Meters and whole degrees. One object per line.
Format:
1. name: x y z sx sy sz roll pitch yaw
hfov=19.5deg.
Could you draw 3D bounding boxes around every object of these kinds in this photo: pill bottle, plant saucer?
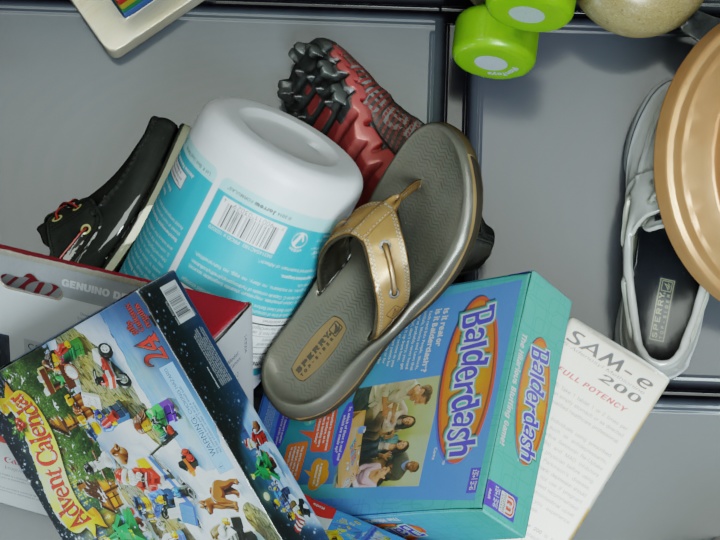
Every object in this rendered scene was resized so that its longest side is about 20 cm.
1. pill bottle: -0.088 0.002 1.290 0.111 0.111 0.200 31 108 5
2. plant saucer: 0.276 -0.068 1.314 0.200 0.037 0.200 -1 92 -26

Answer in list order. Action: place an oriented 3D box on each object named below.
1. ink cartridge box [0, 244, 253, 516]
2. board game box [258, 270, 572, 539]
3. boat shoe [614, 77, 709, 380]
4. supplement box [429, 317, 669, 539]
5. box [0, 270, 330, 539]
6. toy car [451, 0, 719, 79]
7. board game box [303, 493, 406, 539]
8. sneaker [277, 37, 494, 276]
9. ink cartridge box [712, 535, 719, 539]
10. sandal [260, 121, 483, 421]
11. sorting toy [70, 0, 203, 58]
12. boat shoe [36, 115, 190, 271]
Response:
1. ink cartridge box: -0.167 0.052 1.221 0.200 0.084 0.176 13 121 20
2. board game box: 0.022 0.087 1.250 0.200 0.045 0.152 -9 56 41
3. boat shoe: 0.198 -0.030 1.336 0.072 0.066 0.200 12 82 2
4. supplement box: 0.101 0.136 1.281 0.074 0.126 0.200 32 84 4
5. box: -0.107 0.117 1.135 0.137 0.038 0.200 -29 92 33
6. toy car: 0.175 -0.203 1.331 0.200 0.158 0.164 13 72 -9
7. board game box: 0.015 0.256 1.200 0.196 0.056 0.200 23 113 4
8. sneaker: 0.020 -0.068 1.341 0.098 0.071 0.200 -3 51 -41
9. ink cartridge box: 0.229 0.252 1.225 0.147 0.200 0.146 44 84 6
10. sandal: 0.000 0.000 1.237 0.200 0.055 0.082 -51 55 10
11. sorting toy: -0.139 -0.280 1.374 0.200 0.070 0.199 -35 83 -5
12. boat shoe: -0.176 -0.016 1.331 0.063 0.074 0.201 32 87 -3
